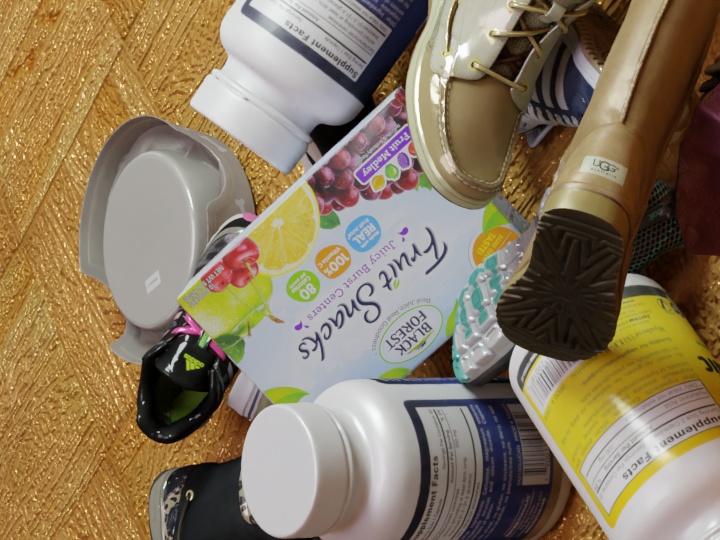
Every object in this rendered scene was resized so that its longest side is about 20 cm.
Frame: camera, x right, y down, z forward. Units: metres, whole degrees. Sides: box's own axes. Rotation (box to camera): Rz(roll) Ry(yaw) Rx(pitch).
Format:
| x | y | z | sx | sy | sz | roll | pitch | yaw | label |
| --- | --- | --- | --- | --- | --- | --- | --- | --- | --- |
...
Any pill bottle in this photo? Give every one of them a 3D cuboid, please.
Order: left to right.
| x | y | z | sx | sy | sz | roll | pitch | yaw | label |
| --- | --- | --- | --- | --- | --- | --- | --- | --- | --- |
| -0.024 | -0.169 | 1.404 | 0.200 | 0.111 | 0.111 | -54 | 43 | 2 | pill bottle |
| 0.028 | 0.124 | 1.330 | 0.111 | 0.199 | 0.112 | -3 | 86 | 53 | pill bottle |
| 0.177 | 0.107 | 1.207 | 0.111 | 0.111 | 0.200 | -59 | 46 | 33 | pill bottle |

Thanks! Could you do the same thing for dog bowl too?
| x | y | z | sx | sy | sz | roll | pitch | yaw | label |
| --- | --- | --- | --- | --- | --- | --- | --- | --- | --- |
| -0.154 | -0.024 | 1.693 | 0.200 | 0.058 | 0.201 | -2 | 88 | 53 | dog bowl |

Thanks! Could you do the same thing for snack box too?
| x | y | z | sx | sy | sz | roll | pitch | yaw | label |
| --- | --- | --- | --- | --- | --- | --- | --- | --- | --- |
| 0.000 | 0.000 | 1.373 | 0.200 | 0.053 | 0.142 | -42 | 97 | 14 | snack box |

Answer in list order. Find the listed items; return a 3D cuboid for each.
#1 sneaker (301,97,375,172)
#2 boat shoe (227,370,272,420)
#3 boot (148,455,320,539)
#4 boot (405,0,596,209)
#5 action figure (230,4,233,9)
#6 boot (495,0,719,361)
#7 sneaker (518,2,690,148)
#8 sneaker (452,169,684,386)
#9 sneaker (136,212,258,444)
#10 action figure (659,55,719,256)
| x | y | z | sx | sy | sz | roll | pitch | yaw | label |
| --- | --- | --- | --- | --- | --- | --- | --- | --- | --- |
| 0.016 | -0.071 | 1.468 | 0.112 | 0.073 | 0.201 | -8 | 91 | 49 | sneaker |
| -0.045 | 0.062 | 1.507 | 0.072 | 0.062 | 0.200 | -60 | 0 | -25 | boat shoe |
| -0.089 | 0.233 | 1.589 | 0.154 | 0.073 | 0.204 | -27 | 69 | 46 | boot |
| 0.102 | -0.146 | 1.232 | 0.154 | 0.072 | 0.201 | -25 | 49 | 50 | boot |
| -0.022 | -0.269 | 1.528 | 0.200 | 0.105 | 0.194 | -41 | 60 | 12 | action figure |
| 0.147 | -0.066 | 1.164 | 0.175 | 0.066 | 0.200 | 109 | -175 | -60 | boot |
| 0.127 | -0.105 | 1.313 | 0.109 | 0.070 | 0.200 | -62 | 37 | 24 | sneaker |
| 0.130 | 0.011 | 1.289 | 0.200 | 0.091 | 0.078 | -50 | 28 | 37 | sneaker |
| -0.114 | 0.052 | 1.566 | 0.074 | 0.087 | 0.200 | 29 | 114 | 1 | sneaker |
| 0.267 | -0.034 | 1.132 | 0.200 | 0.149 | 0.134 | 25 | 142 | 32 | action figure |
